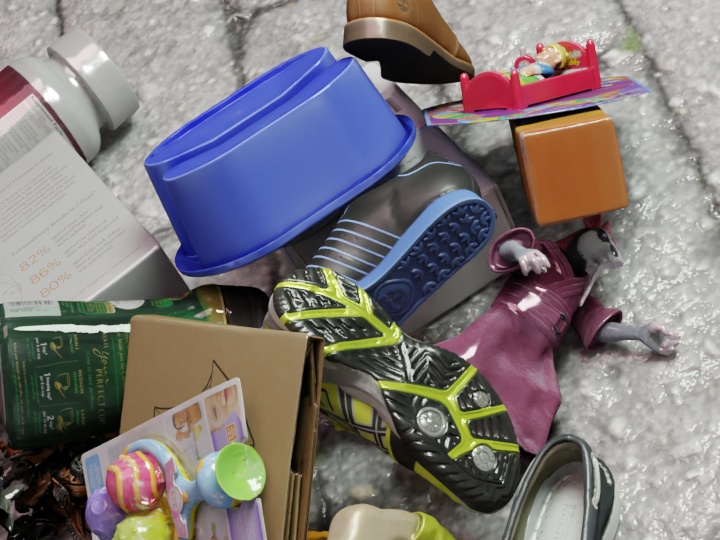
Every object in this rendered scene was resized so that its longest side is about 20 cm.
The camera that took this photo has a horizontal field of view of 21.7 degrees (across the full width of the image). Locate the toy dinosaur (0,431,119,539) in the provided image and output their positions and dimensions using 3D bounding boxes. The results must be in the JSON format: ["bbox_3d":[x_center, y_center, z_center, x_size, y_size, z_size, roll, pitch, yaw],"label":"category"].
[{"bbox_3d":[-0.224,0.160,1.360,0.199,0.102,0.136,-11,27,44],"label":"toy dinosaur"}]

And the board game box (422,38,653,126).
[{"bbox_3d":[0.121,-0.139,1.343,0.157,0.039,0.200,-9,10,2],"label":"board game box"}]

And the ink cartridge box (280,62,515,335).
[{"bbox_3d":[0.008,-0.048,1.417,0.147,0.086,0.200,-33,44,-5],"label":"ink cartridge box"}]

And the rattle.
[{"bbox_3d":[-0.009,0.251,1.154,0.142,0.130,0.201,-11,69,31],"label":"rattle"}]

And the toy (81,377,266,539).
[{"bbox_3d":[-0.135,0.150,1.197,0.200,0.047,0.116,-27,69,45],"label":"toy"}]

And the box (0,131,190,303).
[{"bbox_3d":[-0.236,0.011,1.473,0.152,0.107,0.200,-38,44,-8],"label":"box"}]

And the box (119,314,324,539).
[{"bbox_3d":[-0.096,0.115,1.213,0.200,0.021,0.164,5,89,52],"label":"box"}]

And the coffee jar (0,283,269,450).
[{"bbox_3d":[-0.159,0.066,1.337,0.199,0.105,0.085,-5,6,-12],"label":"coffee jar"}]

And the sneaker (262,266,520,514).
[{"bbox_3d":[0.020,0.082,1.205,0.200,0.076,0.075,43,55,10],"label":"sneaker"}]

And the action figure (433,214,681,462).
[{"bbox_3d":[0.116,0.041,1.287,0.200,0.134,0.149,-53,21,-23],"label":"action figure"}]

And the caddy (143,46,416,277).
[{"bbox_3d":[-0.056,-0.071,1.337,0.200,0.105,0.141,-33,20,-8],"label":"caddy"}]

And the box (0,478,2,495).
[{"bbox_3d":[-0.344,0.240,1.236,0.200,0.117,0.197,-31,47,38],"label":"box"}]

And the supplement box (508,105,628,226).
[{"bbox_3d":[0.142,-0.083,1.319,0.068,0.067,0.200,-12,11,2],"label":"supplement box"}]

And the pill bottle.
[{"bbox_3d":[-0.295,-0.114,1.620,0.200,0.110,0.109,-41,44,-12],"label":"pill bottle"}]

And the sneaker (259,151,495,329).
[{"bbox_3d":[0.000,0.000,1.284,0.200,0.070,0.078,-38,40,4],"label":"sneaker"}]

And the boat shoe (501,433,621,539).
[{"bbox_3d":[0.109,0.193,1.153,0.075,0.060,0.201,-4,48,25],"label":"boat shoe"}]

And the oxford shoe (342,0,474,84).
[{"bbox_3d":[0.041,-0.178,1.377,0.071,0.200,0.072,-2,81,16],"label":"oxford shoe"}]
